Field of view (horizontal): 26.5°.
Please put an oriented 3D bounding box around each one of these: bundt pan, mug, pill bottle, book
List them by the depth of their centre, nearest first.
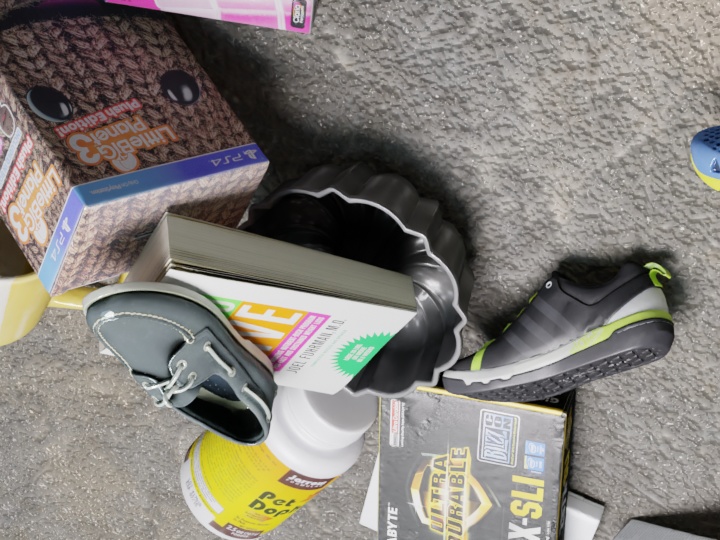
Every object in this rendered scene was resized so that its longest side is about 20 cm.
[{"bbox_3d":[-0.077,0.033,1.128,0.198,0.048,0.134,12,141,-28],"label":"book"},{"bbox_3d":[0.000,0.000,1.204,0.200,0.076,0.203,14,130,17],"label":"bundt pan"},{"bbox_3d":[-0.308,0.000,1.322,0.186,0.150,0.154,35,142,7],"label":"mug"},{"bbox_3d":[-0.069,0.150,1.336,0.109,0.110,0.200,40,133,-7],"label":"pill bottle"}]

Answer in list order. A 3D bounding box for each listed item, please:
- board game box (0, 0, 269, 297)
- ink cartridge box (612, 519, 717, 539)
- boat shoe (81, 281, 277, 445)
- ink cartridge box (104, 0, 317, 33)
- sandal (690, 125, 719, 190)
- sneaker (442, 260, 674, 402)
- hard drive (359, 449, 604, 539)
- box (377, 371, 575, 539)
[{"bbox_3d":[-0.193,-0.104,1.113,0.201,0.159,0.097,54,137,21],"label":"board game box"},{"bbox_3d":[0.319,0.297,1.243,0.197,0.043,0.199,54,158,-18],"label":"ink cartridge box"},{"bbox_3d":[-0.120,0.068,1.073,0.072,0.062,0.200,-21,147,21],"label":"boat shoe"},{"bbox_3d":[-0.125,-0.230,1.084,0.198,0.037,0.095,10,131,3],"label":"ink cartridge box"},{"bbox_3d":[0.307,-0.100,0.975,0.198,0.080,0.088,-10,117,23],"label":"sandal"},{"bbox_3d":[0.151,0.045,1.172,0.199,0.084,0.071,-19,158,30],"label":"sneaker"},{"bbox_3d":[0.104,0.217,1.357,0.198,0.026,0.133,23,132,10],"label":"hard drive"},{"bbox_3d":[0.094,0.181,1.288,0.158,0.049,0.202,8,116,15],"label":"box"}]
